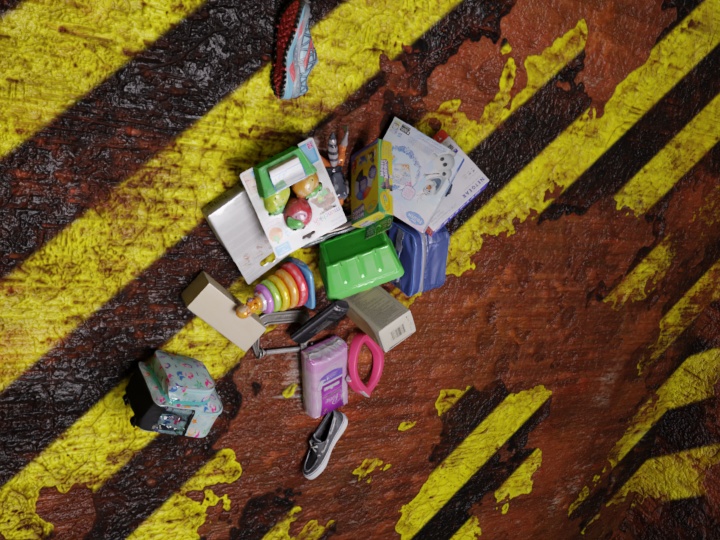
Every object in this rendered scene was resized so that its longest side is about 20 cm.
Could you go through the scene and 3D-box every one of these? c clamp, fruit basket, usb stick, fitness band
[{"bbox_3d":[-0.192,0.181,1.754,0.196,0.027,0.176,4,110,-36],"label":"c clamp"},{"bbox_3d":[-0.141,-0.155,1.502,0.182,0.093,0.205,-27,103,-13],"label":"fruit basket"},{"bbox_3d":[0.000,0.000,1.705,0.209,0.158,0.220,-10,133,-11],"label":"fruit basket"},{"bbox_3d":[-0.101,0.126,1.689,0.054,0.033,0.199,12,144,-37],"label":"usb stick"},{"bbox_3d":[0.012,0.254,1.876,0.201,0.036,0.147,57,45,-53],"label":"fitness band"}]

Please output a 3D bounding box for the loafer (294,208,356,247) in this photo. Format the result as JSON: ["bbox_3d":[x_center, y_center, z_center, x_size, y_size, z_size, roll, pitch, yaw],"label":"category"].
[{"bbox_3d":[-0.066,-0.116,1.673,0.196,0.071,0.065,-23,103,-20],"label":"loafer"}]

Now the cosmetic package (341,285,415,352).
[{"bbox_3d":[0.042,0.109,1.768,0.104,0.200,0.072,-31,128,-15],"label":"cosmetic package"}]

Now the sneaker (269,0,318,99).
[{"bbox_3d":[-0.132,-0.465,1.465,0.094,0.079,0.205,-10,126,-41],"label":"sneaker"}]

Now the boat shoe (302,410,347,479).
[{"bbox_3d":[-0.111,0.479,1.926,0.067,0.071,0.203,33,89,-42],"label":"boat shoe"}]

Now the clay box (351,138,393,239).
[{"bbox_3d":[0.025,-0.185,1.603,0.047,0.114,0.207,10,71,-33],"label":"clay box"}]

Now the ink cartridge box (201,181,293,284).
[{"bbox_3d":[-0.244,-0.097,1.573,0.161,0.057,0.203,-37,131,-15],"label":"ink cartridge box"}]

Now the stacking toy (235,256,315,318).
[{"bbox_3d":[-0.207,0.059,1.606,0.197,0.115,0.113,-27,126,-35],"label":"stacking toy"}]

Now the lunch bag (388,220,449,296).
[{"bbox_3d":[0.137,-0.033,1.807,0.129,0.135,0.206,-13,120,-28],"label":"lunch bag"}]

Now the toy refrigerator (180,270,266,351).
[{"bbox_3d":[-0.314,0.095,1.604,0.076,0.070,0.200,-45,128,0],"label":"toy refrigerator"}]

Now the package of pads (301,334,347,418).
[{"bbox_3d":[-0.095,0.280,1.826,0.118,0.075,0.205,-20,129,-29],"label":"package of pads"}]

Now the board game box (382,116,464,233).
[{"bbox_3d":[0.118,-0.228,1.673,0.202,0.197,0.043,-59,168,5],"label":"board game box"}]

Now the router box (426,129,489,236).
[{"bbox_3d":[0.191,-0.219,1.735,0.199,0.180,0.049,-41,170,-11],"label":"router box"}]

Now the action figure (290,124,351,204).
[{"bbox_3d":[-0.090,-0.216,1.587,0.196,0.104,0.199,-19,112,-30],"label":"action figure"}]

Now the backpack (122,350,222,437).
[{"bbox_3d":[-0.407,0.282,1.561,0.198,0.177,0.152,29,100,-43],"label":"backpack"}]
